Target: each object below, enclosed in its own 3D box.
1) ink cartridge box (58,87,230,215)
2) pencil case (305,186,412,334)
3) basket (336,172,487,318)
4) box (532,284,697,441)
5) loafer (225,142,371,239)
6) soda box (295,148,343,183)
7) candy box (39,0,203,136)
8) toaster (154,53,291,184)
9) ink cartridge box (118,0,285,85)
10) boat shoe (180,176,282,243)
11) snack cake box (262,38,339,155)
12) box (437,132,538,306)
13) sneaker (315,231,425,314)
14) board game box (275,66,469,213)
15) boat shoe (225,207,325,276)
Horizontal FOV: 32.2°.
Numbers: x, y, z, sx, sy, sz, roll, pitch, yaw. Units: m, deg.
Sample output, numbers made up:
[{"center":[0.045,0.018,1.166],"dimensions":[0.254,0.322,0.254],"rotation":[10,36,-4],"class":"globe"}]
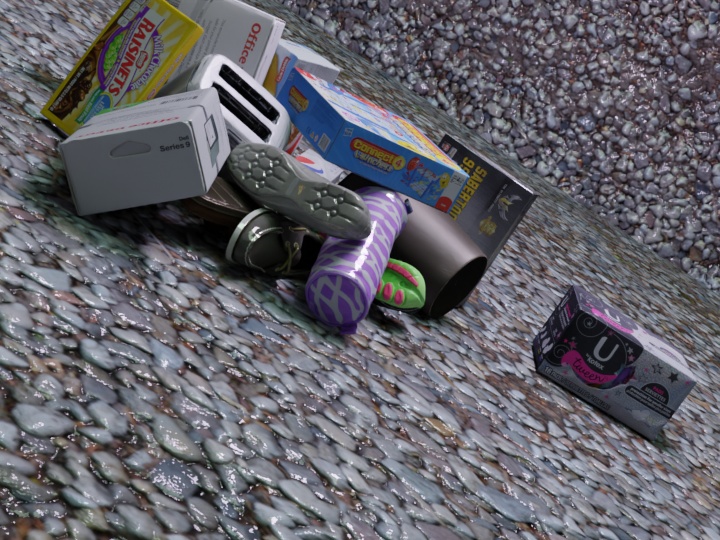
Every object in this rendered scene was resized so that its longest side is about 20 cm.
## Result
[{"center":[-0.232,-0.133,1.374],"dimensions":[0.145,0.084,0.200],"rotation":[-10,17,5],"class":"ink cartridge box"},{"center":[-0.003,-0.019,1.478],"dimensions":[0.083,0.086,0.200],"rotation":[0,35,22],"class":"pencil case"},{"center":[0.066,-0.041,1.706],"dimensions":[0.200,0.136,0.180],"rotation":[43,41,20],"class":"basket"},{"center":[0.362,0.129,1.789],"dimensions":[0.199,0.115,0.132],"rotation":[31,15,-4],"class":"box"},{"center":[-0.073,-0.087,1.445],"dimensions":[0.200,0.070,0.070],"rotation":[31,-10,27],"class":"loafer"},{"center":[-0.081,-0.118,1.769],"dimensions":[0.063,0.068,0.200],"rotation":[32,16,1],"class":"soda box"},{"center":[-0.287,-0.239,1.499],"dimensions":[0.102,0.200,0.026],"rotation":[37,-1,15],"class":"candy box"},{"center":[-0.181,-0.179,1.544],"dimensions":[0.200,0.129,0.114],"rotation":[41,44,-22],"class":"toaster"},{"center":[-0.218,-0.298,1.639],"dimensions":[0.199,0.147,0.086],"rotation":[23,9,2],"class":"ink cartridge box"},{"center":[-0.151,-0.062,1.473],"dimensions":[0.072,0.068,0.200],"rotation":[48,19,24],"class":"boat shoe"},{"center":[-0.126,-0.218,1.739],"dimensions":[0.067,0.201,0.115],"rotation":[38,16,23],"class":"snack cake box"},{"center":[0.137,-0.073,1.809],"dimensions":[0.158,0.200,0.048],"rotation":[37,13,14],"class":"box"},{"center":[0.000,0.000,1.598],"dimensions":[0.200,0.077,0.084],"rotation":[37,-13,27],"class":"sneaker"},{"center":[0.012,-0.167,1.583],"dimensions":[0.195,0.056,0.200],"rotation":[21,17,-32],"class":"board game box"},{"center":[-0.093,-0.028,1.466],"dimensions":[0.060,0.072,0.202],"rotation":[32,11,16],"class":"boat shoe"}]
